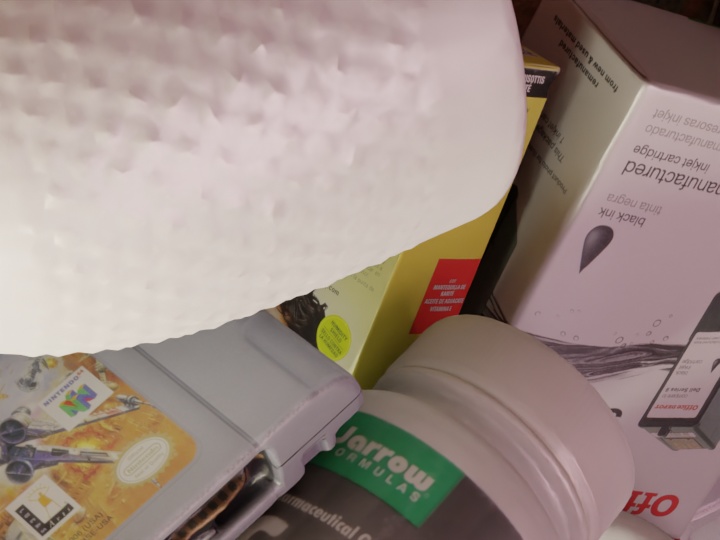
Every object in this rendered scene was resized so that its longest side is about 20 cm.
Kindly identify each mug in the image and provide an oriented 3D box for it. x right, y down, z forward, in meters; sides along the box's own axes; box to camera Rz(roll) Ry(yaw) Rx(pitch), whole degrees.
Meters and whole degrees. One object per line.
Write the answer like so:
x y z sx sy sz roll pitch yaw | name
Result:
-0.071 -0.077 0.601 0.175 0.148 0.201 -23 103 -22 | mug

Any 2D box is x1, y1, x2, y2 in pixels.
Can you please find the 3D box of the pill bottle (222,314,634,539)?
-0.002 0.113 0.689 0.200 0.113 0.113 -46 143 -30 | pill bottle

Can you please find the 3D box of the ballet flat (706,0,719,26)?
0.182 -0.115 0.892 0.200 0.067 0.062 -59 169 12 | ballet flat

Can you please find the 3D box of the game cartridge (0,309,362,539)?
-0.113 0.068 0.654 0.200 0.133 0.042 -42 148 -20 | game cartridge

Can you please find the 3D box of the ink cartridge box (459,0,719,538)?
0.104 0.003 0.824 0.145 0.084 0.201 10 120 -31 | ink cartridge box

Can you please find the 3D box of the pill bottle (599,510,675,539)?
0.107 0.167 0.850 0.112 0.112 0.200 -51 156 -3 | pill bottle

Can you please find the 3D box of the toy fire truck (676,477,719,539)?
0.203 0.054 1.002 0.167 0.112 0.200 -28 138 -1 | toy fire truck

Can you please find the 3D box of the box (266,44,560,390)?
0.000 0.000 0.769 0.050 0.075 0.201 2 115 -46 | box
